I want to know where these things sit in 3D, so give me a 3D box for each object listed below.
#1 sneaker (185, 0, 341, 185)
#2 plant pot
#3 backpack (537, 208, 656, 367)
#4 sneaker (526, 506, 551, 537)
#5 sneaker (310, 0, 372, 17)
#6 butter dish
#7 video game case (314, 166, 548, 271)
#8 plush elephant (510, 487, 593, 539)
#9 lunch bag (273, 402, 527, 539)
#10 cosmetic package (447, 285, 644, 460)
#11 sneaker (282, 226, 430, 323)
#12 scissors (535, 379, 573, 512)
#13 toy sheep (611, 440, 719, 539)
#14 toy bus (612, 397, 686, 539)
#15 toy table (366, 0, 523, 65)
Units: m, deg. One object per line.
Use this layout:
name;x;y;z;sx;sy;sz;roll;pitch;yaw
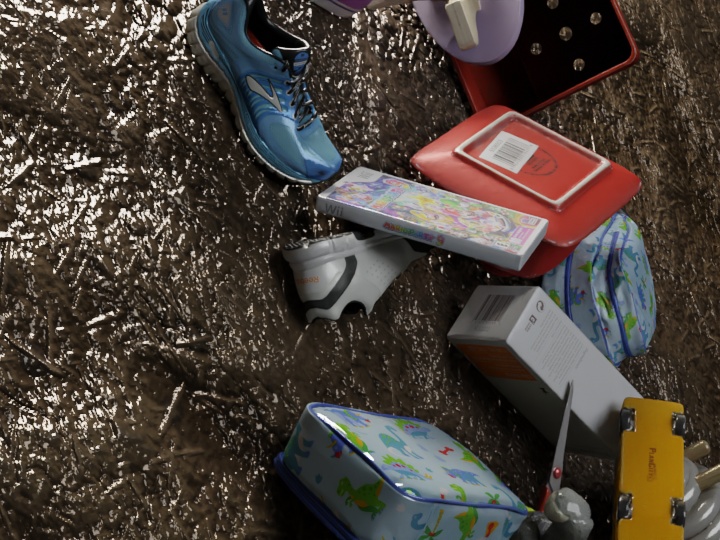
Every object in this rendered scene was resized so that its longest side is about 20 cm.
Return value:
sneaker;-0.076;-0.169;1.468;0.201;0.089;0.079;55;34;-14
plant pot;0.218;-0.287;1.877;0.176;0.199;0.202;-3;70;-68
backpack;0.259;0.029;1.743;0.200;0.152;0.165;-33;118;-50
sneaker;0.200;0.303;1.512;0.200;0.081;0.074;51;60;-25
sneaker;-0.033;-0.325;1.614;0.199;0.114;0.073;5;65;-51
butter dish;0.163;-0.060;1.683;0.198;0.149;0.200;31;38;20
video game case;0.070;-0.052;1.508;0.143;0.198;0.018;-43;147;-68
plush elephant;0.138;0.312;1.393;0.154;0.200;0.166;-17;67;-34
lunch bag;0.034;0.182;1.340;0.160;0.083;0.199;39;15;37
cosmetic package;0.193;0.104;1.626;0.200;0.101;0.072;44;67;-25
sneaker;0.000;0.000;1.492;0.199;0.073;0.081;-15;94;-52
scissors;0.185;0.210;1.556;0.073;0.014;0.203;-1;95;-36
toy sheep;0.329;0.255;1.679;0.201;0.137;0.138;64;31;-23
toy bus;0.279;0.220;1.546;0.201;0.064;0.079;-79;171;-45
toy table;0.100;-0.329;1.763;0.201;0.183;0.117;59;16;10
